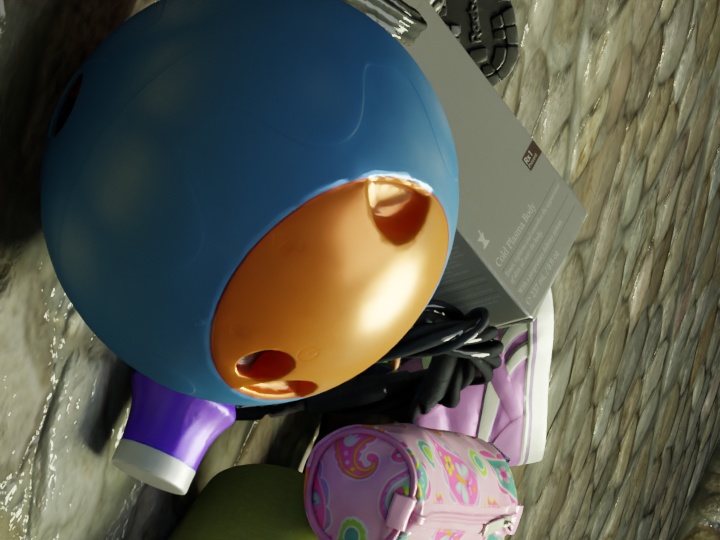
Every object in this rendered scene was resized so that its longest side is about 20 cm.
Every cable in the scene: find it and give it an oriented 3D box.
[{"bbox_3d":[-0.032,-0.156,1.097,0.050,0.097,0.200,-57,161,5],"label":"cable"},{"bbox_3d":[0.007,0.064,1.245,0.163,0.199,0.051,19,61,-44],"label":"cable"}]

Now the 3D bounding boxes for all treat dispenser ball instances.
[{"bbox_3d":[-0.052,-0.037,0.969,0.201,0.200,0.202,18,90,-73],"label":"treat dispenser ball"}]

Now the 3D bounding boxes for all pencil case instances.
[{"bbox_3d":[0.038,0.143,1.302,0.200,0.087,0.088,19,89,-64],"label":"pencil case"}]

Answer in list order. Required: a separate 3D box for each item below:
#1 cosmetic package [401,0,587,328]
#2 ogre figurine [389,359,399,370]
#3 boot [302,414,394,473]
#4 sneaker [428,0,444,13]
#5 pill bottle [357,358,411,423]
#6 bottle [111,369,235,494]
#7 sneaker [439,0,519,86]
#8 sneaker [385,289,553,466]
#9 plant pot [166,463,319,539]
[{"bbox_3d":[0.039,-0.066,1.242,0.200,0.090,0.107,51,49,-24],"label":"cosmetic package"},{"bbox_3d":[0.000,0.000,1.343,0.200,0.097,0.121,-9,111,-74],"label":"ogre figurine"},{"bbox_3d":[-0.009,0.168,1.423,0.200,0.072,0.167,-14,-126,64],"label":"boot"},{"bbox_3d":[0.036,-0.187,1.293,0.201,0.081,0.077,82,31,-55],"label":"sneaker"},{"bbox_3d":[0.053,0.101,1.539,0.111,0.110,0.201,-44,139,-56],"label":"pill bottle"},{"bbox_3d":[-0.082,0.028,1.169,0.084,0.065,0.201,59,51,-67],"label":"bottle"},{"bbox_3d":[0.063,-0.230,1.392,0.088,0.075,0.201,-124,-148,-69],"label":"sneaker"},{"bbox_3d":[0.073,0.049,1.421,0.073,0.113,0.202,-118,-154,-70],"label":"sneaker"},{"bbox_3d":[-0.072,0.229,1.264,0.188,0.186,0.201,86,11,-50],"label":"plant pot"}]
